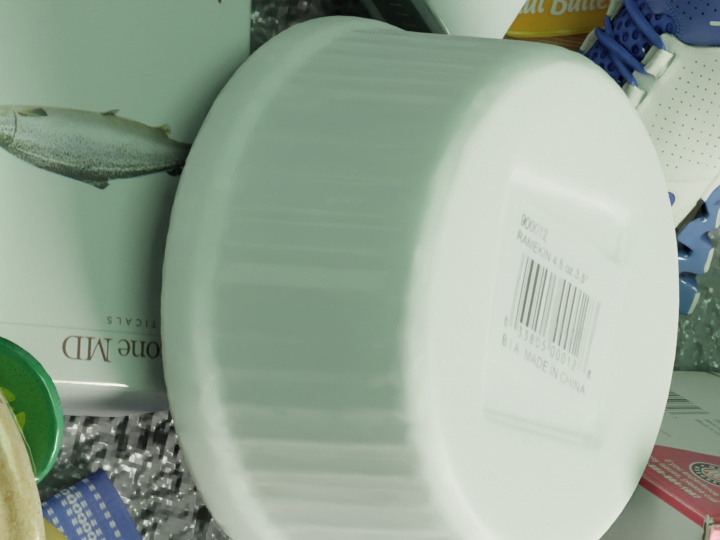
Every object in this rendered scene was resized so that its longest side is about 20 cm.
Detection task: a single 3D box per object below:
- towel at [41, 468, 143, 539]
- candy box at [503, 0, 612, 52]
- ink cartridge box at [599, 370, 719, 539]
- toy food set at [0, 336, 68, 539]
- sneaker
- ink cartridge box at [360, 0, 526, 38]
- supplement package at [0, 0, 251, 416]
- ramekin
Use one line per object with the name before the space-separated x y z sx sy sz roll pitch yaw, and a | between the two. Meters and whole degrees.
towel | -0.140 0.181 0.915 0.200 0.024 0.145 -30 97 -32
candy box | 0.112 -0.128 1.077 0.199 0.055 0.116 18 75 -26
ink cartridge box | 0.158 0.101 1.005 0.199 0.146 0.083 3 109 -34
toy food set | -0.176 0.070 0.818 0.049 0.199 0.199 -30 113 -58
sneaker | 0.092 -0.053 1.003 0.115 0.200 0.081 1 40 -19
ink cartridge box | 0.030 -0.200 0.939 0.174 0.043 0.200 -57 136 -20
supplement package | -0.115 -0.053 0.900 0.116 0.117 0.201 5 81 -33
ramekin | 0.030 0.012 0.882 0.200 0.097 0.202 -6 98 -54
